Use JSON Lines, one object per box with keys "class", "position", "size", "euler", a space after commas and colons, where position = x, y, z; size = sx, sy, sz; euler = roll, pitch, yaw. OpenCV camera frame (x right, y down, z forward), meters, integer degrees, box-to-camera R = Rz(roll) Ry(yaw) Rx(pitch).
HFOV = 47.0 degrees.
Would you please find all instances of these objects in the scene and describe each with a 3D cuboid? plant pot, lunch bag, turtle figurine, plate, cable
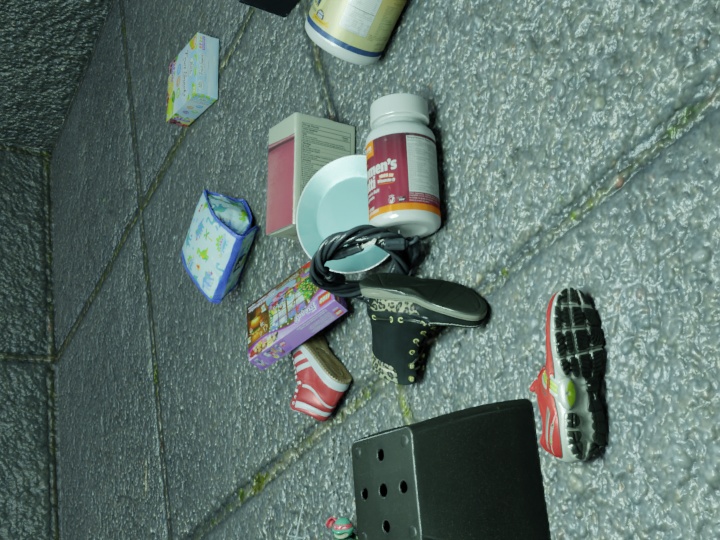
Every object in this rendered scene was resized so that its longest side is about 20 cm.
{"class": "plant pot", "position": [0.100, 0.277, 1.050], "size": [0.199, 0.176, 0.202], "euler": [-28, 61, 51]}
{"class": "lunch bag", "position": [-0.301, -0.050, 1.786], "size": [0.171, 0.126, 0.200], "euler": [-66, 26, 23]}
{"class": "turtle figurine", "position": [-0.034, 0.464, 1.287], "size": [0.149, 0.100, 0.203], "euler": [-5, 89, 48]}
{"class": "plate", "position": [-0.012, -0.091, 1.360], "size": [0.198, 0.026, 0.203], "euler": [-5, 77, 20]}
{"class": "cable", "position": [0.000, 0.000, 1.261], "size": [0.200, 0.161, 0.051], "euler": [117, 146, -58]}

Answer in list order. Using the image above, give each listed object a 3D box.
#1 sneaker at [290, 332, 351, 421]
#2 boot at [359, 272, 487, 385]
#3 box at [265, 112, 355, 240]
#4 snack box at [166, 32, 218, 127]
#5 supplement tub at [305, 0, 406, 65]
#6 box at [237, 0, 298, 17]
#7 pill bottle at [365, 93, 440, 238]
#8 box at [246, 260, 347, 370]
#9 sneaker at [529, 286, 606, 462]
{"class": "sneaker", "position": [-0.094, 0.180, 1.468], "size": [0.200, 0.071, 0.113], "euler": [49, 121, 47]}
{"class": "boot", "position": [0.092, 0.093, 1.200], "size": [0.202, 0.073, 0.156], "euler": [12, 118, 33]}
{"class": "box", "position": [-0.089, -0.160, 1.475], "size": [0.109, 0.127, 0.203], "euler": [-15, 71, 55]}
{"class": "snack box", "position": [-0.434, -0.488, 2.135], "size": [0.199, 0.067, 0.171], "euler": [-22, 65, 52]}
{"class": "supplement tub", "position": [0.006, -0.462, 1.373], "size": [0.201, 0.143, 0.145], "euler": [-61, 38, 29]}
{"class": "box", "position": [-0.167, -0.674, 1.707], "size": [0.199, 0.122, 0.201], "euler": [-32, 56, 50]}
{"class": "pill bottle", "position": [0.063, -0.156, 1.255], "size": [0.109, 0.109, 0.203], "euler": [-23, 65, 53]}
{"class": "box", "position": [-0.116, 0.068, 1.456], "size": [0.199, 0.039, 0.138], "euler": [-36, 38, 19]}
{"class": "sneaker", "position": [0.231, 0.121, 0.971], "size": [0.085, 0.076, 0.203], "euler": [-15, 71, 61]}
